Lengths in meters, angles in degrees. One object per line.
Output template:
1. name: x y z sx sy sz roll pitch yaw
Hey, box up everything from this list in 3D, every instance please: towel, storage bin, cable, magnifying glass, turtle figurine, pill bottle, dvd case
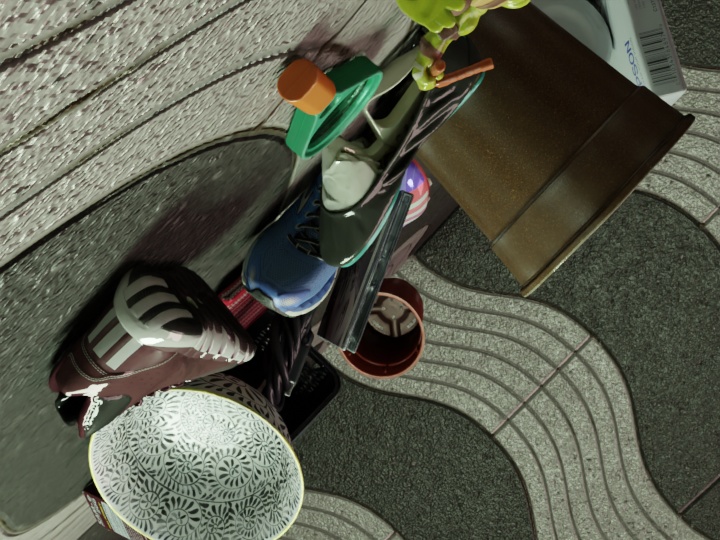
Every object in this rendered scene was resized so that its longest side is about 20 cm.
1. towel: -0.110 0.027 1.136 0.145 0.022 0.200 -44 175 -33
2. storage bin: -0.132 0.149 1.270 0.200 0.135 0.094 -43 175 -42
3. cable: -0.062 0.039 1.170 0.163 0.050 0.202 104 8 -79
4. magnifying glass: -0.023 -0.106 0.743 0.080 0.022 0.200 -47 175 6
5. turtle figurine: 0.085 -0.190 0.734 0.200 0.065 0.161 -39 171 20
6. pill bottle: 0.181 -0.202 1.280 0.111 0.111 0.200 -45 176 -21
7. dvd case: 0.000 0.000 1.137 0.200 0.016 0.150 -176 -73 -81

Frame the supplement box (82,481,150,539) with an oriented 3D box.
1. supplement box: -0.200 0.260 1.327 0.109 0.199 0.061 -42 133 -36

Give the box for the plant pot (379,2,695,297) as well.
1. plant pot: 0.135 -0.119 0.986 0.200 0.198 0.200 -45 175 -5

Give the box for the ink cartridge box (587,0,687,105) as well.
1. ink cartridge box: 0.269 -0.245 1.253 0.040 0.202 0.200 -14 171 -4

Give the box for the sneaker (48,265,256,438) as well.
1. sneaker: -0.146 0.057 0.790 0.115 0.076 0.200 -42 166 4

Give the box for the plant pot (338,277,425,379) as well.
1. plant pot: 0.058 0.114 2.686 0.201 0.200 0.195 -47 -176 19

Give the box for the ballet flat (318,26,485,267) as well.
1. ballet flat: 0.012 -0.098 0.895 0.201 0.068 0.068 -56 -142 7

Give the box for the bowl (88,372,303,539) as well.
1. bowl: -0.142 0.160 1.111 0.201 0.200 0.095 -49 -166 32

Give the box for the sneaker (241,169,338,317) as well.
1. sneaker: -0.028 -0.047 0.979 0.200 0.078 0.089 -54 174 -34

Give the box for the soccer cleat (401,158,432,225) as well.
1. soccer cleat: 0.020 -0.063 1.334 0.076 0.067 0.200 -39 176 -26
